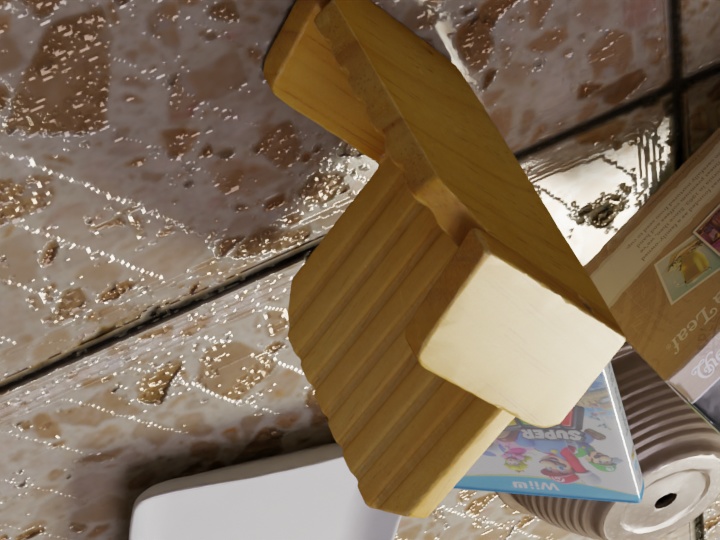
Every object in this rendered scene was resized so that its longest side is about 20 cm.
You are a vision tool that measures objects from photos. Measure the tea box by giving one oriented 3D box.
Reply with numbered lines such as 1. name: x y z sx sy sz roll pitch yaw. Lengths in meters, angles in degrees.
1. tea box: 0.271 0.016 1.084 0.200 0.134 0.197 -45 122 5

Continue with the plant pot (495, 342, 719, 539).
1. plant pot: 0.189 0.124 1.289 0.200 0.093 0.201 -17 141 -14

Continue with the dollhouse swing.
1. dollhouse swing: 0.000 0.000 0.925 0.176 0.201 0.181 -40 142 17

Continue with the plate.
1. plate: -0.068 0.180 1.240 0.199 0.032 0.201 -11 141 -22

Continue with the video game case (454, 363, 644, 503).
1. video game case: 0.093 0.084 1.164 0.142 0.018 0.200 2 145 20
